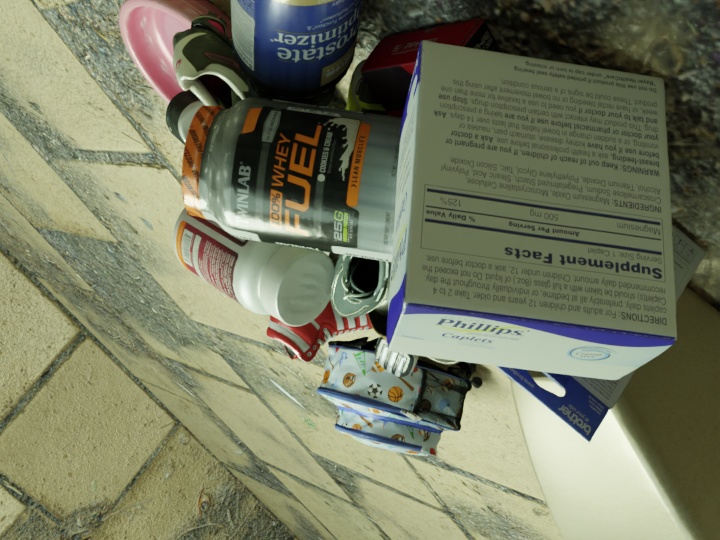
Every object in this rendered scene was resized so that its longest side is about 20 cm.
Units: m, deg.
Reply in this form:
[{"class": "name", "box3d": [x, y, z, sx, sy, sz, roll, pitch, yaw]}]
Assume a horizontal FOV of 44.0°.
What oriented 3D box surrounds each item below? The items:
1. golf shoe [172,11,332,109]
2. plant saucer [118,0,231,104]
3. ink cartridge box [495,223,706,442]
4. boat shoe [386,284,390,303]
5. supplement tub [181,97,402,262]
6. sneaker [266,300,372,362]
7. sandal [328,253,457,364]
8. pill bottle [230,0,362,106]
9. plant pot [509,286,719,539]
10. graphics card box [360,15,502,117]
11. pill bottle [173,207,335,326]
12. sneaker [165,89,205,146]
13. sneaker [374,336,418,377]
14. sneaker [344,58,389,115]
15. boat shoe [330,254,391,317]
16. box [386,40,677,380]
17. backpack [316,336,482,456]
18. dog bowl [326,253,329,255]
[{"class": "golf shoe", "box3d": [-0.104, -0.162, 0.883, 0.199, 0.089, 0.077, 31, 129, -29]}, {"class": "plant saucer", "box3d": [-0.176, -0.230, 0.988, 0.199, 0.051, 0.201, 31, 155, 16]}, {"class": "ink cartridge box", "box3d": [0.185, 0.025, 0.726, 0.119, 0.201, 0.042, 38, 158, 0]}, {"class": "boat shoe", "box3d": [0.094, 0.045, 0.940, 0.068, 0.057, 0.199, 27, -165, 36]}, {"class": "supplement tub", "box3d": [-0.046, -0.081, 0.769, 0.197, 0.124, 0.123, 8, 152, 6]}, {"class": "sneaker", "box3d": [-0.032, 0.073, 1.172, 0.198, 0.114, 0.071, 18, -179, -25]}, {"class": "sandal", "box3d": [0.038, 0.046, 1.028, 0.199, 0.055, 0.082, 41, 137, -4]}, {"class": "pill bottle", "box3d": [-0.054, -0.218, 0.750, 0.111, 0.112, 0.201, 34, 157, 9]}, {"class": "plant pot", "box3d": [0.260, 0.126, 0.835, 0.178, 0.199, 0.199, 54, 154, -9]}, {"class": "graphics card box", "box3d": [0.099, -0.118, 0.784, 0.125, 0.051, 0.201, 7, 142, 51]}, {"class": "pill bottle", "box3d": [-0.127, -0.015, 1.061, 0.199, 0.110, 0.110, 28, 156, 39]}, {"class": "sneaker", "box3d": [-0.135, -0.126, 0.975, 0.200, 0.071, 0.099, 45, -179, -40]}, {"class": "sneaker", "box3d": [0.075, 0.038, 1.101, 0.074, 0.088, 0.201, 33, 132, 12]}, {"class": "sneaker", "box3d": [0.001, -0.130, 0.878, 0.076, 0.076, 0.201, 28, 154, 19]}, {"class": "boat shoe", "box3d": [0.000, 0.000, 0.946, 0.073, 0.062, 0.200, 48, 145, 8]}, {"class": "box", "box3d": [0.116, -0.040, 0.635, 0.181, 0.203, 0.105, 8, 157, -4]}, {"class": "backpack", "box3d": [0.034, 0.170, 1.239, 0.189, 0.156, 0.199, 27, 161, -21]}, {"class": "dog bowl", "box3d": [-0.070, -0.079, 1.096, 0.199, 0.059, 0.201, 33, 157, 16]}]
